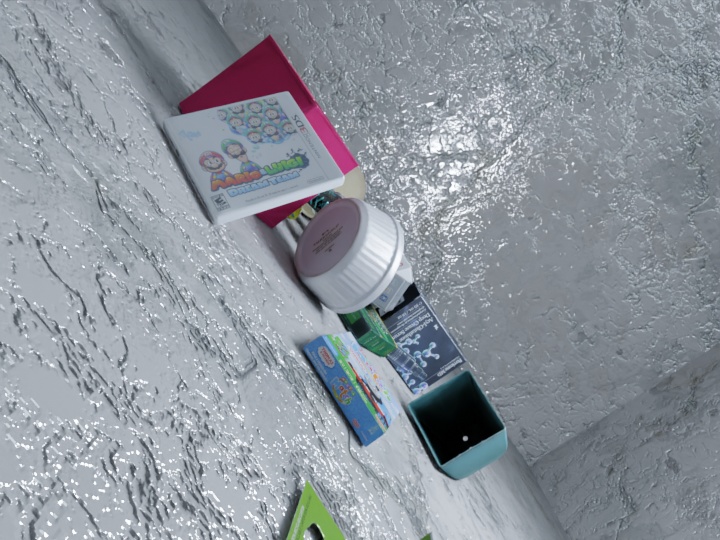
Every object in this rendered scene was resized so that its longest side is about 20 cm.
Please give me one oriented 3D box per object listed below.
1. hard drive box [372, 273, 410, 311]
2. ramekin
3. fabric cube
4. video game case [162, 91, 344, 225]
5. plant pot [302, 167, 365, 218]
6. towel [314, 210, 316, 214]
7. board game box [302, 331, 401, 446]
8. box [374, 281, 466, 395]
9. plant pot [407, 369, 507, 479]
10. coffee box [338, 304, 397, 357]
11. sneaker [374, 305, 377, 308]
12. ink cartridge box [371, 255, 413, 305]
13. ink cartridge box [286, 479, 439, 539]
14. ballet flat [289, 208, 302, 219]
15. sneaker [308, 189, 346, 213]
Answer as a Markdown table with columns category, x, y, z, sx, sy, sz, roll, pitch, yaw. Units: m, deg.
| category | x | y | z | sx | sy | sz | roll | pitch | yaw |
| --- | --- | --- | --- | --- | --- | --- | --- | --- | --- |
| hard drive box | 0.000 | 0.000 | 1.304 | 0.199 | 0.077 | 0.156 | 34 | 2 | 8 |
| ramekin | -0.028 | -0.034 | 1.066 | 0.094 | 0.202 | 0.203 | 35 | 17 | -37 |
| fabric cube | -0.157 | -0.236 | 1.066 | 0.197 | 0.199 | 0.200 | 60 | 7 | 29 |
| video game case | -0.149 | -0.166 | 0.862 | 0.183 | 0.199 | 0.024 | 58 | -28 | 21 |
| plant pot | -0.094 | -0.206 | 1.630 | 0.188 | 0.187 | 0.200 | 54 | 19 | -8 |
| towel | -0.093 | -0.101 | 1.455 | 0.086 | 0.018 | 0.201 | -92 | 166 | -70 |
| board game box | -0.006 | 0.162 | 0.884 | 0.152 | 0.036 | 0.200 | 56 | 5 | 9 |
| box | 0.126 | 0.158 | 1.422 | 0.200 | 0.148 | 0.107 | 53 | 7 | -15 |
| plant pot | 0.208 | 0.329 | 1.223 | 0.142 | 0.141 | 0.200 | 60 | 0 | 40 |
| coffee box | 0.008 | 0.105 | 1.260 | 0.123 | 0.044 | 0.200 | 58 | 6 | 25 |
| sneaker | 0.056 | 0.070 | 1.729 | 0.200 | 0.075 | 0.085 | 48 | 0 | 28 |
| ink cartridge box | 0.026 | -0.017 | 1.496 | 0.200 | 0.144 | 0.084 | -119 | -164 | -46 |
| ink cartridge box | 0.031 | 0.255 | 0.468 | 0.201 | 0.076 | 0.148 | 57 | 6 | -2 |
| ballet flat | -0.153 | -0.165 | 1.385 | 0.067 | 0.066 | 0.200 | 60 | 11 | -21 |
| sneaker | -0.098 | -0.158 | 1.293 | 0.091 | 0.078 | 0.200 | 5 | 39 | -47 |
